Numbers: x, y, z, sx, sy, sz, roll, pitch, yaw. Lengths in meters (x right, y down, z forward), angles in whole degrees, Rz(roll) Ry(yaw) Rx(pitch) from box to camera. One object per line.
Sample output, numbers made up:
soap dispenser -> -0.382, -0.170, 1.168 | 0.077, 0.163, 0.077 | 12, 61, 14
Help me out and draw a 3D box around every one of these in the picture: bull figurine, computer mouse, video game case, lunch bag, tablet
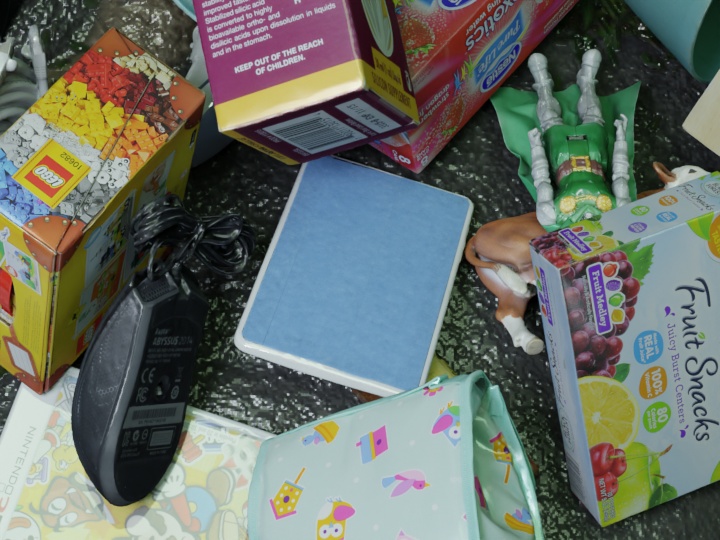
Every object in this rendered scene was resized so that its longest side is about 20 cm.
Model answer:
bull figurine -> 0.175, -0.012, 1.177 | 0.197, 0.066, 0.122 | -14, 39, -2
computer mouse -> -0.140, 0.050, 1.088 | 0.052, 0.138, 0.202 | 17, 91, 24
video game case -> -0.156, 0.171, 1.113 | 0.198, 0.023, 0.184 | 18, 70, 1
lunch bag -> 0.026, 0.176, 1.044 | 0.169, 0.122, 0.202 | -20, 70, 27
tablet -> 0.000, 0.000, 1.152 | 0.129, 0.014, 0.201 | 17, 46, 2

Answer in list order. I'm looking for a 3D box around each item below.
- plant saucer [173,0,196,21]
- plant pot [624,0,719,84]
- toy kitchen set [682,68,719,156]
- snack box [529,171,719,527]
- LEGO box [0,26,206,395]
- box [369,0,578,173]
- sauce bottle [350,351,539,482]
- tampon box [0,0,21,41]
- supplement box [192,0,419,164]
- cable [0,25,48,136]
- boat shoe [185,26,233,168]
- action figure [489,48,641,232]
plant saucer -> -0.067, -0.268, 1.229 | 0.197, 0.036, 0.203 | 3, 99, 20
plant pot -> 0.254, -0.265, 1.222 | 0.200, 0.201, 0.161 | -37, 65, -16
toy kitchen set -> 0.340, -0.104, 1.138 | 0.199, 0.181, 0.163 | 39, 28, 13
snack box -> 0.197, 0.053, 1.107 | 0.141, 0.202, 0.053 | -20, 29, -13
LEGO box -> -0.182, -0.033, 1.078 | 0.077, 0.201, 0.149 | 35, 60, 7
box -> 0.063, -0.184, 1.207 | 0.095, 0.100, 0.200 | 33, 69, 27
sauce bottle -> 0.036, 0.083, 1.138 | 0.066, 0.066, 0.200 | -36, 73, -16
tampon box -> -0.324, -0.284, 1.191 | 0.198, 0.150, 0.127 | 23, 70, 3
supplement box -> -0.043, -0.184, 1.080 | 0.102, 0.131, 0.203 | -15, 80, 16
cable -> -0.273, -0.050, 1.087 | 0.069, 0.201, 0.201 | 26, 62, 10
boat shoe -> -0.085, -0.158, 1.195 | 0.200, 0.074, 0.065 | -47, 71, 2
action figure -> 0.152, -0.079, 1.173 | 0.116, 0.055, 0.201 | -6, 43, 4
